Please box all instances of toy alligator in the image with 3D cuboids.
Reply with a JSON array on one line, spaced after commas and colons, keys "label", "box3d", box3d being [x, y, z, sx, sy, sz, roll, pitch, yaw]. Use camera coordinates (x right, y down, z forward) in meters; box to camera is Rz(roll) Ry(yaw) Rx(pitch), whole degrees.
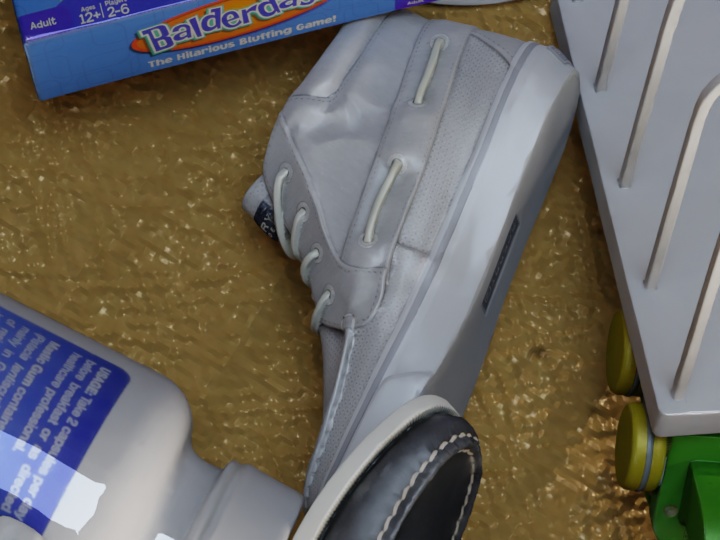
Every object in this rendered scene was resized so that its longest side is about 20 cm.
[{"label": "toy alligator", "box3d": [0.116, 0.032, 0.903, 0.059, 0.054, 0.201, 5, 52, -7]}]

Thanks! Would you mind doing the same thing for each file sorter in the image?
[{"label": "file sorter", "box3d": [0.157, -0.064, 0.867, 0.138, 0.125, 0.201, -3, 51, -9]}]

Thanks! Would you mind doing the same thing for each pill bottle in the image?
[{"label": "pill bottle", "box3d": [-0.124, 0.066, 0.825, 0.199, 0.112, 0.113, 27, 71, 1]}]

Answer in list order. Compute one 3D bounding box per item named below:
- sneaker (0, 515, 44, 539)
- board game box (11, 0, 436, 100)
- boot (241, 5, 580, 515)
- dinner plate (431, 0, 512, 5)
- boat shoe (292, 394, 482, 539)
[{"label": "sneaker", "box3d": [-0.179, 0.137, 0.759, 0.199, 0.081, 0.075, -25, 106, 19]}, {"label": "board game box", "box3d": [-0.068, -0.174, 0.920, 0.151, 0.045, 0.201, -15, 65, -5]}, {"label": "boot", "box3d": [0.000, 0.000, 0.895, 0.095, 0.074, 0.201, 19, 70, 15]}, {"label": "dinner plate", "box3d": [0.035, -0.199, 0.979, 0.198, 0.024, 0.202, 3, 72, -9]}, {"label": "boat shoe", "box3d": [-0.004, 0.139, 0.813, 0.060, 0.074, 0.201, 27, 87, 34]}]
